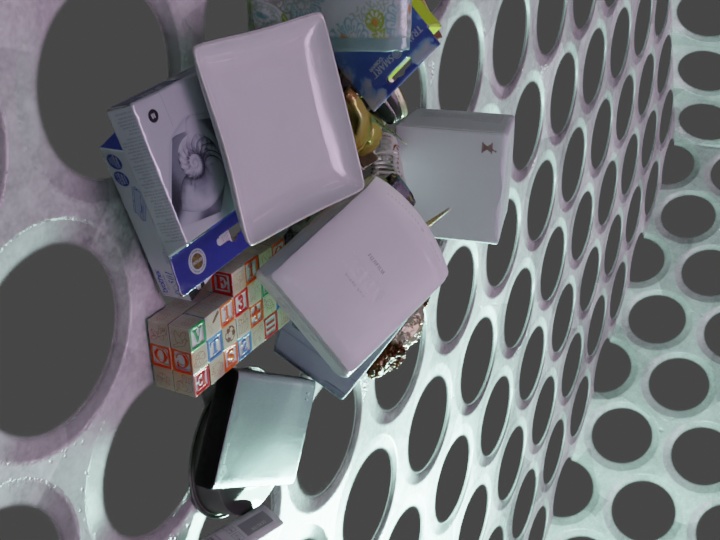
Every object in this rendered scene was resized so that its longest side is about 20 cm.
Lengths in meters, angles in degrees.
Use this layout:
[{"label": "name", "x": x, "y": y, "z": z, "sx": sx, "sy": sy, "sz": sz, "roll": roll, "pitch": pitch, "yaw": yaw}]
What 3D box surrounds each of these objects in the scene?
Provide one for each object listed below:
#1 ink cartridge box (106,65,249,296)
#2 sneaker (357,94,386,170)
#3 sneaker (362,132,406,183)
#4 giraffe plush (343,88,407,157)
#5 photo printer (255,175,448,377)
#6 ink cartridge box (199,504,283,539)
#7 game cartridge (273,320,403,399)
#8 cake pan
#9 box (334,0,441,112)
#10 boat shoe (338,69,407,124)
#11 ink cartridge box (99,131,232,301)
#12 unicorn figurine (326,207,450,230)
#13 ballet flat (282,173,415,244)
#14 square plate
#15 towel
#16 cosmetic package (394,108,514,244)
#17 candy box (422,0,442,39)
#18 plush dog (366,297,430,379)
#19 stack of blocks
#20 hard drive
[{"label": "ink cartridge box", "x": -0.144, "y": -0.106, "z": 1.026, "sx": 0.200, "sy": 0.040, "sz": 0.201, "roll": -43, "pitch": 122, "yaw": -47}, {"label": "sneaker", "x": -0.022, "y": -0.155, "z": 1.338, "sx": 0.201, "sy": 0.089, "sz": 0.067, "roll": -65, "pitch": 152, "yaw": -26}, {"label": "sneaker", "x": 0.024, "y": -0.146, "z": 1.394, "sx": 0.200, "sy": 0.072, "sz": 0.085, "roll": -119, "pitch": -145, "yaw": -73}, {"label": "giraffe plush", "x": -0.063, "y": -0.144, "z": 1.208, "sx": 0.162, "sy": 0.200, "sz": 0.172, "roll": -49, "pitch": 141, "yaw": 1}, {"label": "photo printer", "x": 0.000, "y": 0.000, "z": 1.191, "sx": 0.200, "sy": 0.069, "sz": 0.167, "roll": -42, "pitch": 104, "yaw": -17}, {"label": "ink cartridge box", "x": -0.187, "y": 0.412, "z": 1.283, "sx": 0.161, "sy": 0.050, "sz": 0.201, "roll": -20, "pitch": 137, "yaw": -52}, {"label": "game cartridge", "x": -0.021, "y": 0.059, "z": 1.295, "sx": 0.200, "sy": 0.133, "sz": 0.041, "roll": -53, "pitch": 180, "yaw": 23}, {"label": "cake pan", "x": -0.148, "y": 0.225, "z": 1.298, "sx": 0.200, "sy": 0.036, "sz": 0.202, "roll": -35, "pitch": 131, "yaw": -55}, {"label": "box", "x": 0.001, "y": -0.300, "z": 1.170, "sx": 0.122, "sy": 0.200, "sz": 0.048, "roll": -42, "pitch": 172, "yaw": 30}, {"label": "boat shoe", "x": -0.018, "y": -0.258, "z": 1.288, "sx": 0.066, "sy": 0.072, "sz": 0.201, "roll": -48, "pitch": 116, "yaw": -16}, {"label": "ink cartridge box", "x": -0.199, "y": -0.073, "z": 1.061, "sx": 0.094, "sy": 0.044, "sz": 0.201, "roll": -57, "pitch": 146, "yaw": -39}, {"label": "unicorn figurine", "x": 0.032, "y": -0.053, "z": 1.359, "sx": 0.137, "sy": 0.199, "sz": 0.074, "roll": 39, "pitch": 68, "yaw": -68}, {"label": "ballet flat", "x": -0.031, "y": -0.074, "z": 1.284, "sx": 0.072, "sy": 0.199, "sz": 0.073, "roll": -21, "pitch": 90, "yaw": -82}, {"label": "square plate", "x": -0.083, "y": -0.151, "z": 1.045, "sx": 0.198, "sy": 0.028, "sz": 0.201, "roll": -31, "pitch": 113, "yaw": -47}, {"label": "towel", "x": -0.038, "y": -0.332, "z": 1.112, "sx": 0.048, "sy": 0.198, "sz": 0.173, "roll": -44, "pitch": 136, "yaw": -59}, {"label": "cosmetic package", "x": 0.145, "y": -0.151, "z": 1.546, "sx": 0.200, "sy": 0.165, "sz": 0.169, "roll": -53, "pitch": 148, "yaw": -71}, {"label": "candy box", "x": 0.018, "y": -0.364, "z": 1.272, "sx": 0.115, "sy": 0.055, "sz": 0.201, "roll": -37, "pitch": 101, "yaw": -53}, {"label": "plush dog", "x": 0.010, "y": 0.056, "z": 1.396, "sx": 0.201, "sy": 0.171, "sz": 0.161, "roll": -63, "pitch": 150, "yaw": -27}, {"label": "stack of blocks", "x": -0.161, "y": 0.045, "z": 1.171, "sx": 0.200, "sy": 0.058, "sz": 0.116, "roll": -41, "pitch": 135, "yaw": -52}, {"label": "hard drive", "x": -0.127, "y": 0.196, "z": 1.248, "sx": 0.200, "sy": 0.033, "sz": 0.141, "roll": 20, "pitch": 82, "yaw": -64}]
